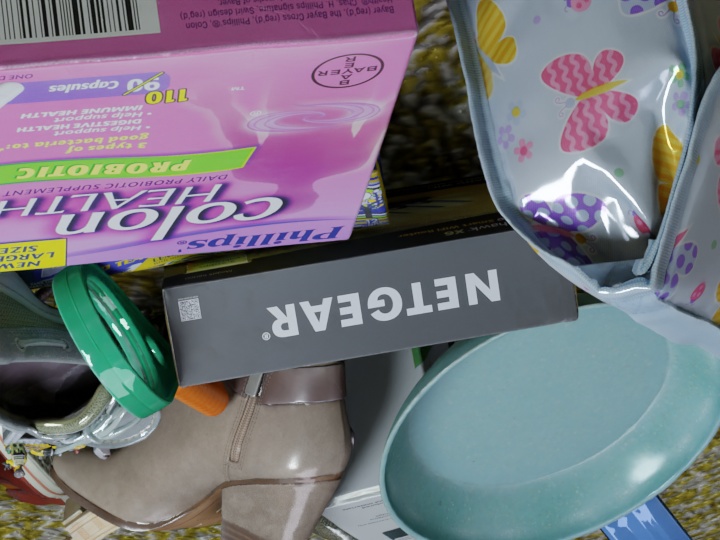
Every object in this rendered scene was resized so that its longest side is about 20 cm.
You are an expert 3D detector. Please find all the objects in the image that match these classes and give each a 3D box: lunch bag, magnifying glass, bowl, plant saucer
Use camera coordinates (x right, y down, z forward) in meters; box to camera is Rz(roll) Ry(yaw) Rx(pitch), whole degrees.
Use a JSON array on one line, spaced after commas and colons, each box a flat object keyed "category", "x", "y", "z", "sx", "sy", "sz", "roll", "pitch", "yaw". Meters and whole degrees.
[{"category": "lunch bag", "x": 0.129, "y": -0.065, "z": 0.915, "sx": 0.127, "sy": 0.201, "sz": 0.169, "roll": -20, "pitch": 156, "yaw": 28}, {"category": "magnifying glass", "x": -0.104, "y": 0.045, "z": 1.102, "sx": 0.022, "sy": 0.080, "sz": 0.200, "roll": -31, "pitch": 162, "yaw": 6}, {"category": "bowl", "x": 0.129, "y": 0.101, "z": 1.351, "sx": 0.039, "sy": 0.201, "sz": 0.201, "roll": -38, "pitch": 155, "yaw": 3}, {"category": "plant saucer", "x": 0.100, "y": 0.075, "z": 1.185, "sx": 0.199, "sy": 0.036, "sz": 0.201, "roll": -13, "pitch": 139, "yaw": -11}]

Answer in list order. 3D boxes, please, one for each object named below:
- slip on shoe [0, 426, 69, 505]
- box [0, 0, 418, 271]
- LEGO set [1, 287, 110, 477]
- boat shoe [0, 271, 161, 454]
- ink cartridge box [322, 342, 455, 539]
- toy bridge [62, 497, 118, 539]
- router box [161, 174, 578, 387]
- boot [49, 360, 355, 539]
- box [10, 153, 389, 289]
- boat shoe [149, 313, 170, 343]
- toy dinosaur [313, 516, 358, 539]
[{"category": "slip on shoe", "x": -0.216, "y": 0.113, "z": 1.417, "sx": 0.061, "sy": 0.075, "sz": 0.200, "roll": -6, "pitch": 164, "yaw": 1}, {"category": "box", "x": -0.082, "y": -0.086, "z": 0.916, "sx": 0.174, "sy": 0.097, "sz": 0.200, "roll": -5, "pitch": 159, "yaw": -11}, {"category": "LEGO set", "x": -0.222, "y": 0.069, "z": 1.224, "sx": 0.199, "sy": 0.117, "sz": 0.154, "roll": 5, "pitch": 155, "yaw": -32}, {"category": "boat shoe", "x": -0.155, "y": 0.055, "z": 1.091, "sx": 0.074, "sy": 0.065, "sz": 0.202, "roll": -30, "pitch": 151, "yaw": 8}, {"category": "ink cartridge box", "x": 0.024, "y": 0.088, "z": 1.345, "sx": 0.082, "sy": 0.148, "sz": 0.200, "roll": -15, "pitch": 160, "yaw": 11}, {"category": "toy bridge", "x": -0.107, "y": 0.114, "z": 1.376, "sx": 0.200, "sy": 0.067, "sz": 0.027, "roll": -37, "pitch": 109, "yaw": 11}, {"category": "router box", "x": 0.000, "y": 0.000, "z": 1.130, "sx": 0.198, "sy": 0.053, "sz": 0.157, "roll": -10, "pitch": -167, "yaw": -3}, {"category": "boot", "x": -0.087, "y": 0.081, "z": 1.247, "sx": 0.199, "sy": 0.147, "sz": 0.070, "roll": 19, "pitch": -164, "yaw": 30}, {"category": "box", "x": -0.090, "y": -0.044, "z": 1.067, "sx": 0.198, "sy": 0.065, "sz": 0.070, "roll": -10, "pitch": 159, "yaw": 3}, {"category": "boat shoe", "x": -0.114, "y": 0.062, "z": 1.322, "sx": 0.063, "sy": 0.071, "sz": 0.200, "roll": 5, "pitch": 157, "yaw": -36}, {"category": "toy dinosaur", "x": -0.028, "y": 0.140, "z": 1.466, "sx": 0.200, "sy": 0.077, "sz": 0.102, "roll": 41, "pitch": 174, "yaw": -18}]
